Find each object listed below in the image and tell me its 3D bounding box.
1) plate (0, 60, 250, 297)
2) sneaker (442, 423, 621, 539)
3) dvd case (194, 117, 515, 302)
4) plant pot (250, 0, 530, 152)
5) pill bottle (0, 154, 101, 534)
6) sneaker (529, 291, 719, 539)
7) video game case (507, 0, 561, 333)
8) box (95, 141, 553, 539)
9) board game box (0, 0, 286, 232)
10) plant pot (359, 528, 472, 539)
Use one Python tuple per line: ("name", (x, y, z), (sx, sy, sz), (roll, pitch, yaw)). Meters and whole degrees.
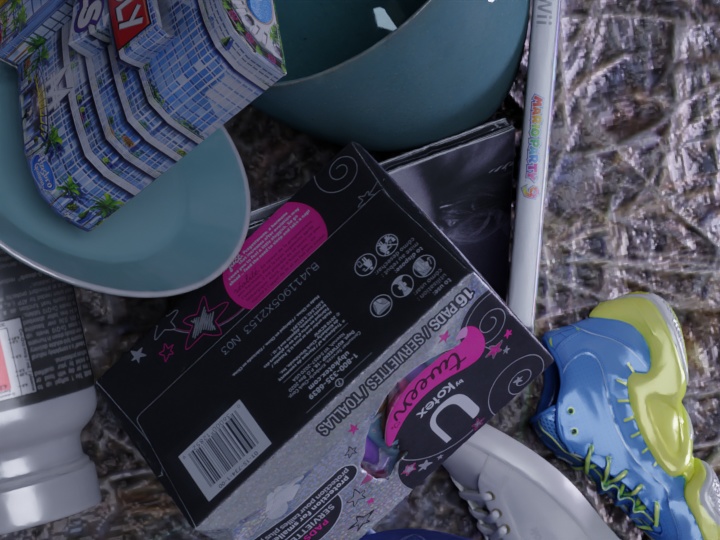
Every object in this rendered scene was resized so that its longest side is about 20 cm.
("plate", (-0.152, -0.060, 1.198), (0.200, 0.026, 0.201), (22, 43, -22))
("sneaker", (0.102, 0.170, 1.349), (0.200, 0.073, 0.085), (45, 73, -13))
("dvd case", (0.000, 0.000, 1.301), (0.199, 0.016, 0.149), (-21, 139, -18))
("plant pot", (0.020, -0.147, 1.291), (0.200, 0.200, 0.135), (-55, 132, -13))
("pill bottle", (-0.210, 0.041, 1.228), (0.115, 0.116, 0.201), (-13, 91, -18))
("sneaker", (0.161, 0.118, 1.377), (0.105, 0.076, 0.201), (-11, 80, -8))
("video game case", (0.103, -0.062, 1.325), (0.018, 0.143, 0.201), (4, 86, 5))
("box", (-0.018, 0.057, 1.221), (0.200, 0.132, 0.115), (-43, 140, 3))
("board game box", (-0.104, -0.157, 1.145), (0.062, 0.200, 0.201), (27, 38, -38))
("plant pot", (0.020, 0.260, 1.245), (0.200, 0.180, 0.200), (-52, 123, -13))
